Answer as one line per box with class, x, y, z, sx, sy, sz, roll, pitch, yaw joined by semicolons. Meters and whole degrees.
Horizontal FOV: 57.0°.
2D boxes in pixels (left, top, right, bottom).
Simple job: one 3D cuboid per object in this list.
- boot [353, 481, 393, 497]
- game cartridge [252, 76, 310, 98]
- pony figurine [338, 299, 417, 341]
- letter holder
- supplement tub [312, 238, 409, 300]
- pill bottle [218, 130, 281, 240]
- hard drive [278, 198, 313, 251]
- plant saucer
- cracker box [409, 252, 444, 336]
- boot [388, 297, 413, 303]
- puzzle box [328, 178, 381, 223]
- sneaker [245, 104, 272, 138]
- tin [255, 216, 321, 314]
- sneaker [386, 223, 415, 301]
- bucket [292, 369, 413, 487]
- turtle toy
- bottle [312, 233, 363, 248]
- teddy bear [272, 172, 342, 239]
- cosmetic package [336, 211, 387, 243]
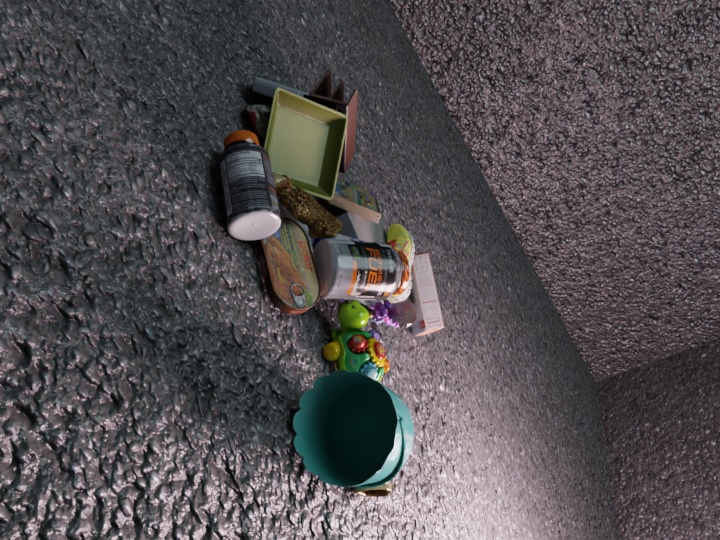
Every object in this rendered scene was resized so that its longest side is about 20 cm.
boot;0.038;0.375;1.340;0.199;0.072;0.158;25;46;-53
game cartridge;-0.176;-0.422;1.587;0.131;0.042;0.200;24;14;9
pony figurine;0.039;0.095;1.537;0.199;0.167;0.194;36;22;-19
letter holder;-0.058;-0.374;1.649;0.202;0.099;0.144;95;15;-48
supplement tub;0.000;0.000;1.409;0.196;0.123;0.125;2;61;-31
pill bottle;-0.219;-0.170;1.287;0.106;0.105;0.204;26;45;-54
hard drive;-0.152;-0.081;1.435;0.131;0.025;0.204;22;48;-56
plant saucer;-0.135;-0.280;1.499;0.197;0.048;0.204;14;85;-34
cracker box;0.162;0.067;1.783;0.134;0.056;0.205;132;-52;-75
boot;0.088;0.029;1.765;0.156;0.071;0.201;57;31;-17
puzzle box;-0.016;-0.180;1.655;0.131;0.026;0.201;21;18;-10
sneaker;-0.195;-0.360;1.538;0.079;0.081;0.199;65;26;-1
tin;-0.144;-0.010;1.323;0.110;0.042;0.204;-3;67;-32
sneaker;0.083;-0.032;1.662;0.089;0.077;0.204;22;57;-42
bucket;-0.005;0.287;1.190;0.135;0.204;0.211;36;36;-60
turtle toy;-0.005;0.165;1.414;0.145;0.100;0.204;-12;78;-65
bottle;-0.011;-0.032;1.518;0.196;0.066;0.084;16;34;-16
teddy bear;-0.129;-0.132;1.397;0.199;0.067;0.145;41;-4;-36
cosmetic package;-0.010;-0.092;1.663;0.109;0.089;0.200;67;21;-2
